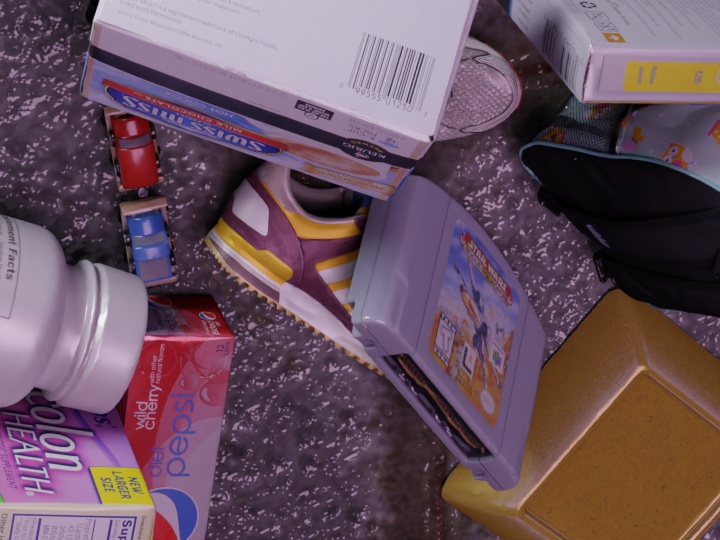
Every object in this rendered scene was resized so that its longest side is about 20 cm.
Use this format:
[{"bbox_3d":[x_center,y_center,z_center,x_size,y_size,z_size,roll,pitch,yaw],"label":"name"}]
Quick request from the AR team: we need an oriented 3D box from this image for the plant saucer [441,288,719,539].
[{"bbox_3d":[0.192,0.142,1.572,0.200,0.048,0.200,36,99,-30],"label":"plant saucer"}]

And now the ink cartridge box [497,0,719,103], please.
[{"bbox_3d":[0.193,-0.157,1.343,0.199,0.198,0.047,2,117,-18],"label":"ink cartridge box"}]

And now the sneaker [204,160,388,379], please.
[{"bbox_3d":[0.000,0.000,1.425,0.199,0.075,0.090,31,103,-30],"label":"sneaker"}]

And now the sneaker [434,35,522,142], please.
[{"bbox_3d":[0.008,-0.103,1.373,0.199,0.082,0.078,-4,116,-17],"label":"sneaker"}]

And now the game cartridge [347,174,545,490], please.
[{"bbox_3d":[0.061,0.035,1.428,0.041,0.134,0.200,-5,142,33],"label":"game cartridge"}]

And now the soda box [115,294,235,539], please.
[{"bbox_3d":[-0.132,0.118,1.442,0.070,0.063,0.201,1,114,-19],"label":"soda box"}]

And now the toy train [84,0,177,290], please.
[{"bbox_3d":[-0.138,-0.074,1.358,0.034,0.046,0.201,-13,118,-12],"label":"toy train"}]

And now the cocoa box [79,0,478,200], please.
[{"bbox_3d":[-0.045,-0.144,1.254,0.199,0.131,0.134,19,73,-6],"label":"cocoa box"}]

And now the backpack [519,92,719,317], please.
[{"bbox_3d":[0.229,-0.055,1.403,0.153,0.200,0.176,-46,119,-12],"label":"backpack"}]

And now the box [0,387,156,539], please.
[{"bbox_3d":[-0.244,0.137,1.348,0.199,0.176,0.097,5,113,-20],"label":"box"}]

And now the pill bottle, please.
[{"bbox_3d":[-0.236,0.020,1.331,0.199,0.114,0.115,16,108,-24],"label":"pill bottle"}]
